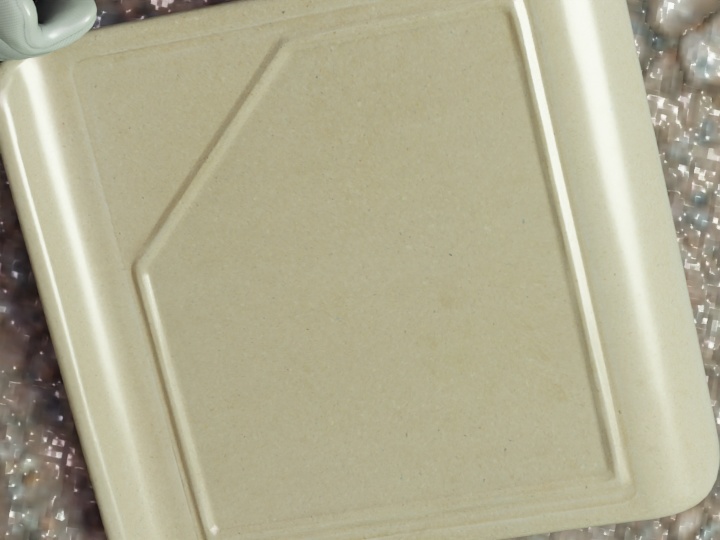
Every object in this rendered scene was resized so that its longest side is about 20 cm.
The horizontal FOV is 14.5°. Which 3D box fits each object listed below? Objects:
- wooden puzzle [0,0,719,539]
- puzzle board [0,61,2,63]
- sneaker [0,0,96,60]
[{"bbox_3d":[0.000,0.000,0.891,0.198,0.037,0.186,-11,106,11],"label":"wooden puzzle"},{"bbox_3d":[-0.137,-0.150,0.885,0.150,0.017,0.201,33,78,-38],"label":"puzzle board"},{"bbox_3d":[-0.080,-0.152,0.861,0.075,0.092,0.201,20,86,-42],"label":"sneaker"}]
